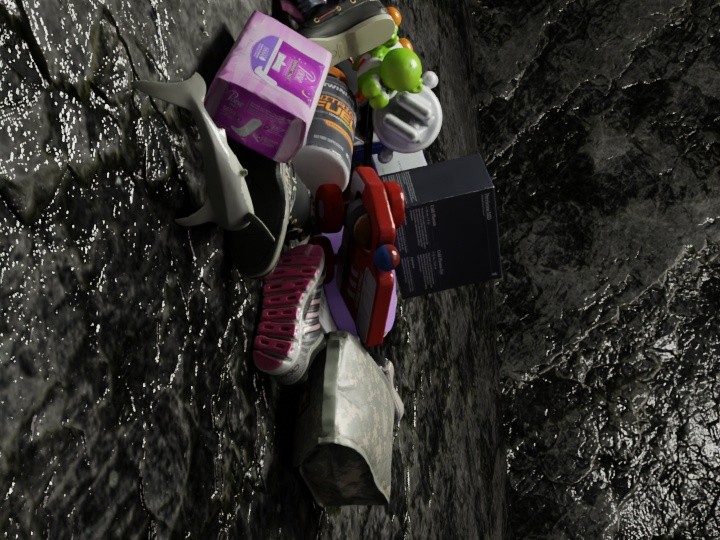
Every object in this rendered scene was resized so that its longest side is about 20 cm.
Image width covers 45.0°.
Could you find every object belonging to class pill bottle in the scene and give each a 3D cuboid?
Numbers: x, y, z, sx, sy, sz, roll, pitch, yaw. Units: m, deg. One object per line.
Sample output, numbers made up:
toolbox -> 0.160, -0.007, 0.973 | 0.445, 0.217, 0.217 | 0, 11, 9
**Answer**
pill bottle -> -0.060, -0.202, 1.227 | 0.107, 0.105, 0.202 | 65, 22, -46

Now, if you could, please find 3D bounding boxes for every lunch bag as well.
lunch bag -> -0.025, 0.196, 1.141 | 0.201, 0.116, 0.165 | 71, 19, -50

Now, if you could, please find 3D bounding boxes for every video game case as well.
video game case -> -0.038, 0.059, 1.345 | 0.200, 0.018, 0.145 | 61, 26, -53

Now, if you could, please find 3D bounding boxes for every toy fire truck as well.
toy fire truck -> 0.009, -0.023, 1.148 | 0.168, 0.111, 0.202 | -121, -146, -48

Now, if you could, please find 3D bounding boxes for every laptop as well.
laptop -> -0.037, -0.257, 1.428 | 0.201, 0.114, 0.189 | 90, 4, -51

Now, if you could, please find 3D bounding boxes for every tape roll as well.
tape roll -> 0.000, 0.000, 1.356 | 0.200, 0.065, 0.203 | -7, 90, -74

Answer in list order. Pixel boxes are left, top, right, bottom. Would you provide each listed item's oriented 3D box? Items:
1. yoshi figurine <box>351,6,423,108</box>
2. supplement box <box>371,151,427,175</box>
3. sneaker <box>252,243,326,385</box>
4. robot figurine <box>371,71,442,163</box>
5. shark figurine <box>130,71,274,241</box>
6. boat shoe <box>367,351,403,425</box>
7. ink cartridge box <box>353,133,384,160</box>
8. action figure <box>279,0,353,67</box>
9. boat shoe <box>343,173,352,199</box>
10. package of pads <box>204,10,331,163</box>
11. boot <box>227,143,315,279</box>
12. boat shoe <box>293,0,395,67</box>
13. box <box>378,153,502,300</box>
yoshi figurine -> 0.052, -0.311, 1.284 | 0.201, 0.111, 0.113 | -81, -168, -49
supplement box -> 0.078, -0.109, 1.590 | 0.102, 0.102, 0.201 | -105, -173, -46
sneaker -> -0.080, 0.059, 1.095 | 0.088, 0.073, 0.201 | 65, 28, -47
robot figurine -> 0.076, -0.250, 1.428 | 0.170, 0.112, 0.200 | -55, -177, 10
shark figurine -> -0.159, -0.090, 0.884 | 0.128, 0.089, 0.216 | 52, -16, 38
boat shoe -> 0.015, 0.219, 1.393 | 0.093, 0.074, 0.201 | -57, 151, -30
ink cartridge box -> 0.042, -0.237, 1.630 | 0.200, 0.094, 0.038 | -44, 125, -71
action figure -> -0.043, -0.386, 1.326 | 0.200, 0.148, 0.135 | 29, 48, -54
boat shoe -> 0.015, -0.067, 1.498 | 0.066, 0.071, 0.203 | 15, 64, -68
package of pads -> -0.106, -0.221, 1.033 | 0.076, 0.120, 0.201 | -56, -166, 36
boot -> -0.100, -0.060, 1.075 | 0.154, 0.073, 0.206 | 60, 27, -59
boat shoe -> -0.052, -0.321, 1.199 | 0.063, 0.200, 0.074 | 60, -12, 22
box -> 0.136, -0.072, 1.475 | 0.105, 0.180, 0.201 | -100, 178, -49
